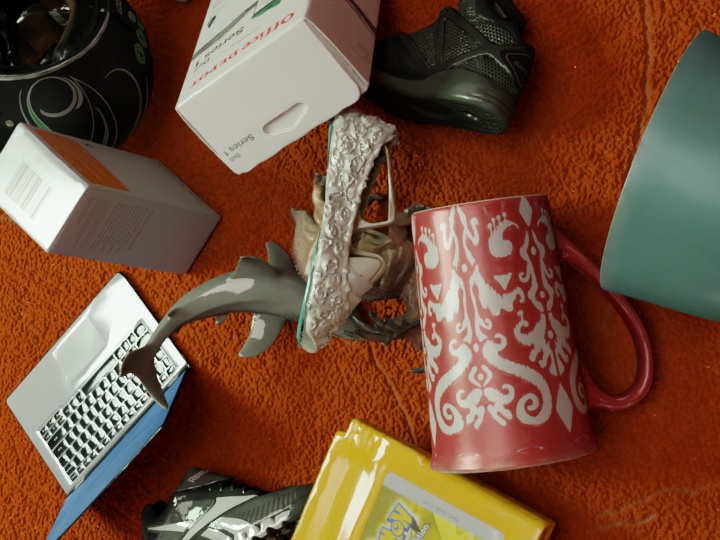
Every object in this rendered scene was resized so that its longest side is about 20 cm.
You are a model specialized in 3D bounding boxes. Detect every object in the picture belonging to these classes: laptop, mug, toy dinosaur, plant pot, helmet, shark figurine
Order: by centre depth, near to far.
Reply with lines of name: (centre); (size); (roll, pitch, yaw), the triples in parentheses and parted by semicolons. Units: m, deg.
plant pot: (0.284, -0.049, 1.042); (0.161, 0.201, 0.201); (23, 96, 16)
mug: (0.123, 0.045, 1.149); (0.133, 0.177, 0.201); (-10, 89, 56)
toy dinosaur: (0.000, 0.000, 1.240); (0.199, 0.086, 0.136); (18, 91, 26)
shark figurine: (-0.114, 0.024, 1.260); (0.214, 0.090, 0.128); (-16, 63, -11)
laptop: (-0.258, 0.130, 1.350); (0.187, 0.116, 0.200); (-46, 66, 16)
helmet: (-0.292, -0.183, 1.360); (0.199, 0.191, 0.201); (-1, 62, 2)

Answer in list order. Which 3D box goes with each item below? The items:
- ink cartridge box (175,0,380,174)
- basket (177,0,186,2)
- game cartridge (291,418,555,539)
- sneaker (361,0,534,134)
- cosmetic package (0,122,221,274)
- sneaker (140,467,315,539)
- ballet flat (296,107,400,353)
ink cartridge box: (-0.064, -0.194, 1.234); (0.146, 0.084, 0.200); (-31, 28, 25)
basket: (-0.201, -0.376, 1.326); (0.161, 0.200, 0.199); (-40, 68, 21)
game cartridge: (0.036, 0.237, 1.184); (0.200, 0.032, 0.177); (25, 96, 26)
sneaker: (0.067, -0.185, 1.238); (0.199, 0.076, 0.114); (15, 69, 45)
cosmetic package: (-0.226, -0.060, 1.304); (0.101, 0.200, 0.071); (40, 103, 25)
sneaker: (-0.121, 0.211, 1.296); (0.200, 0.066, 0.091); (-26, 76, 26)
ballet flat: (-0.006, -0.031, 1.167); (0.072, 0.072, 0.201); (6, 85, 28)
